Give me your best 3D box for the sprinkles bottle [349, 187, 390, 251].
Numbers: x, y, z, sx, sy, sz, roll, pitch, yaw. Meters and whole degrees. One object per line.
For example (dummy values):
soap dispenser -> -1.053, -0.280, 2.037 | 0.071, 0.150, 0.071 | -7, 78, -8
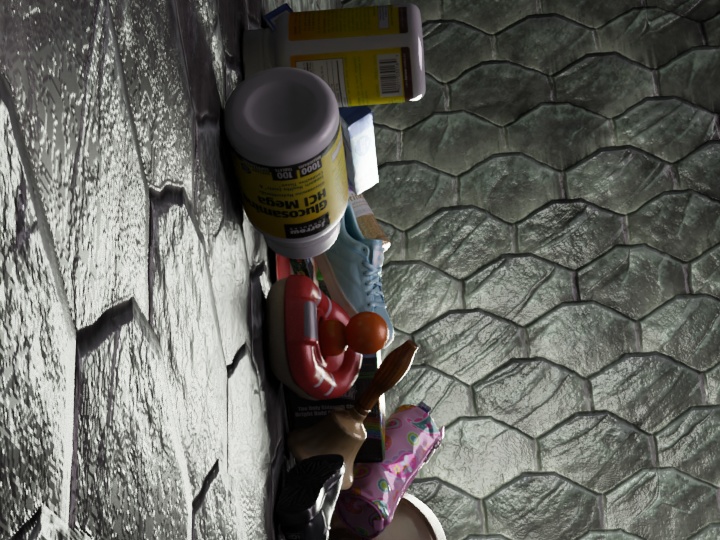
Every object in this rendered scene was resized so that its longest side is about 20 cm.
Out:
sprinkles bottle -> -0.033, -0.105, 1.899 | 0.201, 0.068, 0.068 | 60, -4, 12

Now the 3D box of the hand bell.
hand bell -> 0.007, 0.166, 1.663 | 0.200, 0.104, 0.104 | -51, -169, 15

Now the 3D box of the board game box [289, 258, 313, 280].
board game box -> -0.090, -0.085, 1.609 | 0.105, 0.023, 0.201 | -89, 167, -51

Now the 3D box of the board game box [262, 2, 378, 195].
board game box -> -0.050, -0.225, 1.773 | 0.200, 0.043, 0.199 | 54, -11, 20

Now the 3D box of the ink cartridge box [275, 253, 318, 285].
ink cartridge box -> -0.083, -0.035, 1.735 | 0.200, 0.050, 0.163 | 90, -3, -72

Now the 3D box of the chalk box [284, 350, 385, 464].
chalk box -> -0.033, 0.142, 1.760 | 0.124, 0.124, 0.201 | -90, 177, -55

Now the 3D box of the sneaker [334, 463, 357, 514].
sneaker -> -0.045, 0.291, 1.868 | 0.200, 0.112, 0.078 | -14, 95, -53

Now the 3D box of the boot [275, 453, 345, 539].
boot -> -0.049, 0.341, 1.587 | 0.165, 0.065, 0.201 | -47, 130, -64

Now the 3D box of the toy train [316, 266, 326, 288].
toy train -> -0.016, 0.016, 1.849 | 0.200, 0.042, 0.057 | 41, 53, -67

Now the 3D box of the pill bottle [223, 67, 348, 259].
pill bottle -> -0.070, -0.100, 1.343 | 0.200, 0.112, 0.113 | 82, 5, -57

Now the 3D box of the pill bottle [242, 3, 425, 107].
pill bottle -> -0.029, -0.237, 1.492 | 0.109, 0.199, 0.110 | -4, 90, -88

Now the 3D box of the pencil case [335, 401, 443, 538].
pencil case -> 0.040, 0.270, 1.820 | 0.200, 0.087, 0.088 | -50, 145, -44

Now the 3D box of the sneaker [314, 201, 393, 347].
sneaker -> 0.000, 0.000, 1.704 | 0.201, 0.082, 0.074 | 60, 24, 11

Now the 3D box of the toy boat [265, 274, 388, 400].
toy boat -> -0.030, 0.080, 1.583 | 0.200, 0.130, 0.131 | 51, 35, -70

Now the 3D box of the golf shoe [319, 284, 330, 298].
golf shoe -> -0.073, -0.006, 1.926 | 0.097, 0.078, 0.201 | 114, -17, -56

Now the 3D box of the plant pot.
plant pot -> 0.008, 0.415, 1.893 | 0.173, 0.199, 0.201 | 14, 71, -71
